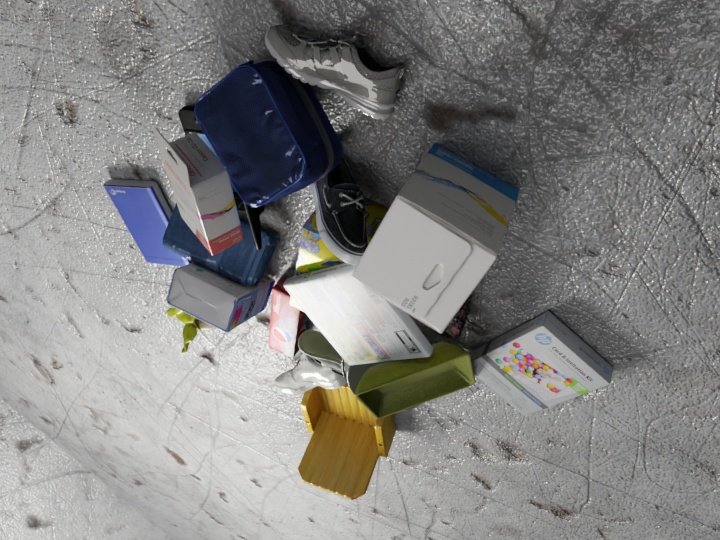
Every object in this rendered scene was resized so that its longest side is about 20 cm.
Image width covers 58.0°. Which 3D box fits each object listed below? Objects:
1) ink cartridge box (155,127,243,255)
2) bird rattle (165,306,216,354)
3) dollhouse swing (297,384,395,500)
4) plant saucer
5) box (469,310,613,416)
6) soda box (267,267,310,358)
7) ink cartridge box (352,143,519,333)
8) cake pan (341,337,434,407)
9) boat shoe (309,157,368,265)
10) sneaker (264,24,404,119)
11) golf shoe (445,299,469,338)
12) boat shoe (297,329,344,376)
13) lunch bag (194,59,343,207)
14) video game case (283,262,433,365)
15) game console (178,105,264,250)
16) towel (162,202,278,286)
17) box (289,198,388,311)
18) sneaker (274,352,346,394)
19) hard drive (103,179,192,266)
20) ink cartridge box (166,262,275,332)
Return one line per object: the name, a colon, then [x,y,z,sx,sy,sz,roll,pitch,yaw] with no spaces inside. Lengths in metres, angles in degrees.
ink cartridge box: [-0.256,-0.135,1.042,0.116,0.067,0.200,47,156,30]
bird rattle: [-0.305,0.095,1.342,0.163,0.200,0.113,-7,96,8]
dollhouse swing: [-0.049,0.371,1.441,0.200,0.176,0.182,13,136,23]
plant saucer: [0.096,0.188,1.141,0.200,0.048,0.200,-20,153,4]
box: [0.302,0.166,1.120,0.156,0.041,0.200,40,138,-9]
soda box: [-0.138,0.087,1.296,0.063,0.070,0.200,24,139,10]
ink cartridge box: [0.106,-0.050,0.885,0.145,0.200,0.147,31,125,2]
cake pan: [0.061,0.197,1.249,0.200,0.037,0.200,2,125,3]
boat shoe: [-0.025,-0.100,0.970,0.072,0.200,0.068,7,138,-28]
sneaker: [-0.031,-0.286,0.874,0.200,0.075,0.082,26,126,-3]
golf shoe: [0.127,0.053,1.055,0.092,0.073,0.200,21,160,15]
boat shoe: [-0.034,0.177,1.323,0.199,0.075,0.066,18,167,-7]
lunch bag: [-0.129,-0.207,0.935,0.136,0.132,0.200,-24,96,32]
video game case: [-0.005,0.074,1.050,0.182,0.022,0.200,-14,123,41]
game console: [-0.233,-0.153,1.083,0.176,0.116,0.200,12,135,22]
towel: [-0.262,-0.054,1.212,0.200,0.112,0.049,24,-179,6]
box: [0.000,0.000,1.083,0.193,0.122,0.200,26,140,7]
sneaker: [-0.116,0.213,1.419,0.200,0.075,0.089,-14,110,33]
hard drive: [-0.430,-0.095,1.334,0.132,0.025,0.200,6,133,28]
ink cartridge box: [-0.258,0.035,1.257,0.136,0.200,0.076,25,108,10]
